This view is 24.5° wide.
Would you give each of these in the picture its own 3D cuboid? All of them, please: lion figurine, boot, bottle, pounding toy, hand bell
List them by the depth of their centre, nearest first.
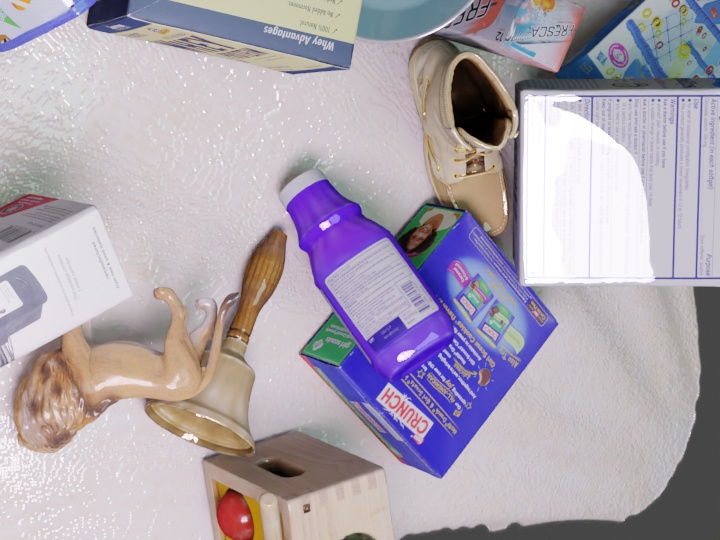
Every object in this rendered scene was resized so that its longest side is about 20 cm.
[{"bbox_3d":[-0.194,0.083,1.387,0.200,0.072,0.123,-8,73,2],"label":"lion figurine"},{"bbox_3d":[-0.058,0.238,1.444,0.142,0.200,0.184,-15,105,-30],"label":"pounding toy"},{"bbox_3d":[-0.106,0.054,1.478,0.104,0.104,0.200,36,64,-30],"label":"hand bell"},{"bbox_3d":[0.000,0.000,1.484,0.083,0.065,0.200,-34,76,-7],"label":"bottle"},{"bbox_3d":[0.106,-0.113,1.531,0.073,0.155,0.200,-17,103,-8],"label":"boot"}]

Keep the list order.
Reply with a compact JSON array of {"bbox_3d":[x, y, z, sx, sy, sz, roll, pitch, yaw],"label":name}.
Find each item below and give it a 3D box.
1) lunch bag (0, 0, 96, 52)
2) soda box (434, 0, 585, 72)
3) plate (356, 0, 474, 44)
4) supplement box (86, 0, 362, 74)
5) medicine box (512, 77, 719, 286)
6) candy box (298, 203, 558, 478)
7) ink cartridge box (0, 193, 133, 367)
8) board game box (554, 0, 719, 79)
[{"bbox_3d":[-0.290,-0.257,1.242,0.124,0.200,0.170,-44,117,-20],"label":"lunch bag"},{"bbox_3d":[0.112,-0.234,1.497,0.068,0.200,0.064,22,94,-32],"label":"soda box"},{"bbox_3d":[0.030,-0.298,1.479,0.026,0.200,0.200,20,83,-75],"label":"plate"},{"bbox_3d":[-0.103,-0.282,1.380,0.200,0.134,0.200,10,90,-23],"label":"supplement box"},{"bbox_3d":[0.244,-0.084,1.540,0.200,0.103,0.183,0,102,3],"label":"medicine box"},{"bbox_3d":[0.068,0.066,1.581,0.200,0.077,0.169,-51,119,-18],"label":"candy box"},{"bbox_3d":[-0.304,0.021,1.298,0.200,0.145,0.084,-29,110,-26],"label":"ink cartridge box"},{"bbox_3d":[0.320,-0.179,1.655,0.200,0.056,0.196,-43,100,-31],"label":"board game box"}]
